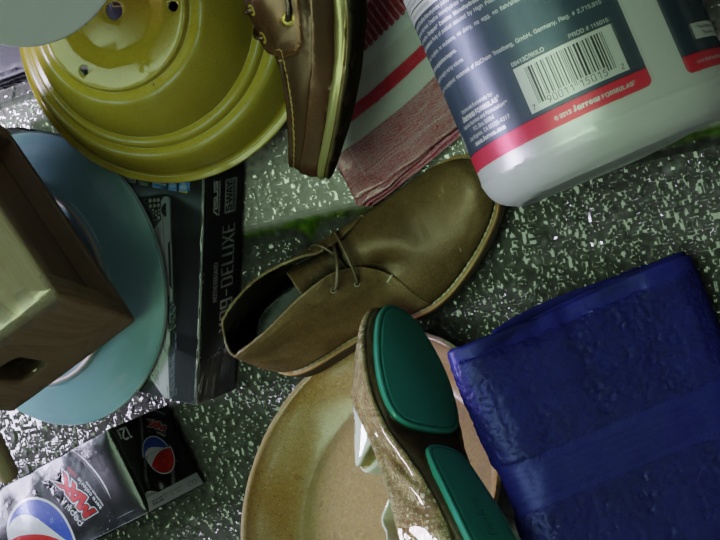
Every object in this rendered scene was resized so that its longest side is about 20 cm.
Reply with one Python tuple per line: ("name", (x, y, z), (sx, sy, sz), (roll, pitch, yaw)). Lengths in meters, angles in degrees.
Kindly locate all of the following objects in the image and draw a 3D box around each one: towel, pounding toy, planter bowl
("towel", (0.148, 0.106, 0.792), (0.147, 0.050, 0.201), (-22, 85, -3))
("pounding toy", (-0.240, 0.015, 0.875), (0.142, 0.200, 0.184), (-36, 80, 1))
("towel", (-0.002, -0.156, 0.874), (0.144, 0.023, 0.200), (-40, 79, 29))
("planter bowl", (-0.131, -0.151, 0.861), (0.199, 0.083, 0.202), (1, 95, 14))

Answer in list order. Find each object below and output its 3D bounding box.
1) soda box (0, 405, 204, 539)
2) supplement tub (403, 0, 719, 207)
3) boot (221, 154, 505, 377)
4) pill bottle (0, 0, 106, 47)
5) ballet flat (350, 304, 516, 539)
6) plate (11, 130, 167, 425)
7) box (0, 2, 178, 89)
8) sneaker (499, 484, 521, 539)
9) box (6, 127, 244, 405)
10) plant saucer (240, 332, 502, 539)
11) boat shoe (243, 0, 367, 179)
("soda box", (-0.210, 0.167, 1.030), (0.200, 0.071, 0.064), (-30, 85, 31))
("supplement tub", (0.094, -0.147, 0.749), (0.140, 0.140, 0.201), (-24, 87, 32))
("boot", (0.000, 0.000, 0.867), (0.200, 0.075, 0.074), (-39, 64, 23))
("pill bottle", (-0.207, -0.207, 0.790), (0.200, 0.115, 0.116), (49, 123, 44))
("ballet flat", (0.026, 0.106, 0.800), (0.065, 0.070, 0.200), (-50, 38, 27))
("plate", (-0.215, 0.008, 0.970), (0.199, 0.026, 0.201), (7, 104, 28))
("box", (-0.212, -0.238, 0.967), (0.198, 0.050, 0.201), (-11, 93, 31))
("sneaker", (0.087, 0.194, 0.842), (0.076, 0.081, 0.201), (27, 110, 2))
("box", (-0.175, -0.007, 0.988), (0.199, 0.050, 0.159), (11, 105, 28))
("plant saucer", (0.012, 0.135, 0.870), (0.200, 0.035, 0.201), (-22, 53, 33))
("boat shoe", (-0.032, -0.152, 0.823), (0.067, 0.072, 0.201), (5, 110, 6))
